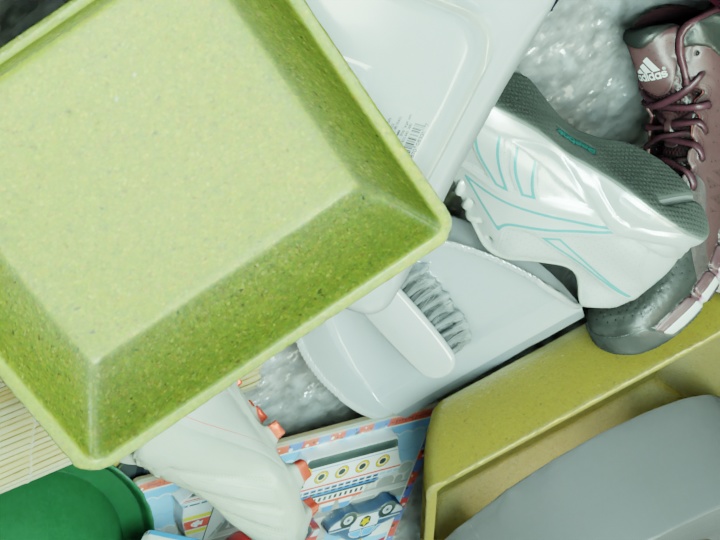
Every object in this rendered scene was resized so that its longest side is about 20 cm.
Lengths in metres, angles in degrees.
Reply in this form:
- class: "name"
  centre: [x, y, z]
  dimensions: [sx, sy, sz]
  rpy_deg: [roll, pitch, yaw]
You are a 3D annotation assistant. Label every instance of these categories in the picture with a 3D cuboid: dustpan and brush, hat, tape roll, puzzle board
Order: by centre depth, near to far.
- class: "hat"
  centre: [-0.156, 0.213, 1.336]
  dimensions: [0.165, 0.176, 0.201]
  rpy_deg: [1, 126, -26]
- class: "dustpan and brush"
  centre: [0.000, 0.000, 1.401]
  dimensions: [0.139, 0.057, 0.200]
  rpy_deg: [-31, 115, 31]
- class: "puzzle board"
  centre: [-0.053, 0.147, 1.496]
  dimensions: [0.199, 0.017, 0.151]
  rpy_deg: [-13, 138, -36]
- class: "tape roll"
  centre: [0.133, 0.150, 1.553]
  dimensions: [0.199, 0.066, 0.200]
  rpy_deg: [-27, 161, -10]

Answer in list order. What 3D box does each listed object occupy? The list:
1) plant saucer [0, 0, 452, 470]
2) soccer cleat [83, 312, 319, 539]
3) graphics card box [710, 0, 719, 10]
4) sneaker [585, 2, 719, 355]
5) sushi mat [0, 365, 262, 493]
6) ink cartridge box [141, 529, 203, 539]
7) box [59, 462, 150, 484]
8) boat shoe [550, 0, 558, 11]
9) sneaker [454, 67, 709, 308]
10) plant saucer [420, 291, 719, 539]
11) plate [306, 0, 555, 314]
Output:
- class: "plant saucer"
  centre: [-0.092, -0.040, 1.193]
  dimensions: [0.199, 0.048, 0.200]
  rpy_deg: [-33, 124, 4]
- class: "soccer cleat"
  centre: [-0.082, 0.077, 1.337]
  dimensions: [0.077, 0.069, 0.200]
  rpy_deg: [-36, 138, -10]
- class: "graphics card box"
  centre: [0.137, -0.191, 1.240]
  dimensions: [0.051, 0.200, 0.126]
  rpy_deg: [-35, 137, -3]
- class: "sneaker"
  centre: [0.152, -0.064, 1.425]
  dimensions: [0.116, 0.075, 0.201]
  rpy_deg: [48, 65, -36]
- class: "sushi mat"
  centre: [-0.122, 0.050, 1.331]
  dimensions: [0.199, 0.012, 0.096]
  rpy_deg: [-22, 137, -35]
- class: "ink cartridge box"
  centre: [-0.067, 0.253, 1.382]
  dimensions: [0.128, 0.125, 0.201]
  rpy_deg: [11, 126, 6]
- class: "box"
  centre: [-0.169, 0.041, 1.351]
  dimensions: [0.158, 0.046, 0.201]
  rpy_deg: [-6, 128, -28]
- class: "boat shoe"
  centre: [0.035, -0.121, 1.279]
  dimensions: [0.201, 0.092, 0.075]
  rpy_deg: [-59, 173, 7]
- class: "sneaker"
  centre: [0.070, -0.051, 1.359]
  dimensions: [0.200, 0.071, 0.080]
  rpy_deg: [36, 119, -8]
- class: "plant saucer"
  centre: [0.110, 0.079, 1.510]
  dimensions: [0.199, 0.049, 0.200]
  rpy_deg: [-27, 163, -9]
- class: "plate"
  centre: [-0.030, -0.077, 1.239]
  dimensions: [0.199, 0.032, 0.200]
  rpy_deg: [17, 116, -24]
